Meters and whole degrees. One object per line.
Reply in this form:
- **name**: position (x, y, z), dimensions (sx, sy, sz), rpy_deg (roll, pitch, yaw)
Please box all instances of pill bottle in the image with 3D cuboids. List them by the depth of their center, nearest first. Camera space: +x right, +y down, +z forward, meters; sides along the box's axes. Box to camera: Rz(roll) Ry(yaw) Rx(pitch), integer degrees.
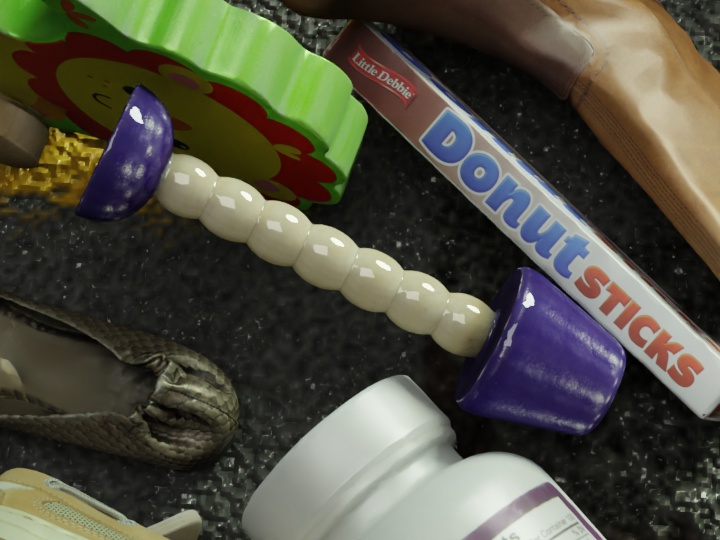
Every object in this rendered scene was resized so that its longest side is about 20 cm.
- **pill bottle**: position (0.051, 0.137, 0.761), dimensions (0.112, 0.112, 0.200), rpy_deg (-40, 74, -6)

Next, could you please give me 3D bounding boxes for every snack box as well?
- **snack box**: position (0.069, -0.019, 0.824), dimensions (0.200, 0.072, 0.024), rpy_deg (45, 99, 15)

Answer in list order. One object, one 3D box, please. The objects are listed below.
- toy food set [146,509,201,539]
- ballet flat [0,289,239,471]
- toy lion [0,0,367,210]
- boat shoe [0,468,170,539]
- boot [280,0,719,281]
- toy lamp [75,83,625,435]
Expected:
- **toy food set**: position (-0.050, 0.186, 0.741), dimensions (0.200, 0.143, 0.061), rpy_deg (51, 128, 17)
- **ballet flat**: position (-0.143, 0.036, 0.844), dimensions (0.198, 0.046, 0.068), rpy_deg (14, 75, 9)
- **toy lion**: position (-0.097, -0.084, 0.802), dimensions (0.190, 0.200, 0.069), rpy_deg (13, 73, 29)
- **boat shoe**: position (-0.045, 0.126, 0.718), dimensions (0.199, 0.076, 0.072), rpy_deg (35, 122, -1)
- **boot**: position (0.075, -0.066, 0.804), dimensions (0.069, 0.188, 0.201), rpy_deg (-46, 71, 32)
- **toy lamp**: position (0.000, 0.000, 0.763), dimensions (0.199, 0.058, 0.059), rpy_deg (26, 77, -8)
